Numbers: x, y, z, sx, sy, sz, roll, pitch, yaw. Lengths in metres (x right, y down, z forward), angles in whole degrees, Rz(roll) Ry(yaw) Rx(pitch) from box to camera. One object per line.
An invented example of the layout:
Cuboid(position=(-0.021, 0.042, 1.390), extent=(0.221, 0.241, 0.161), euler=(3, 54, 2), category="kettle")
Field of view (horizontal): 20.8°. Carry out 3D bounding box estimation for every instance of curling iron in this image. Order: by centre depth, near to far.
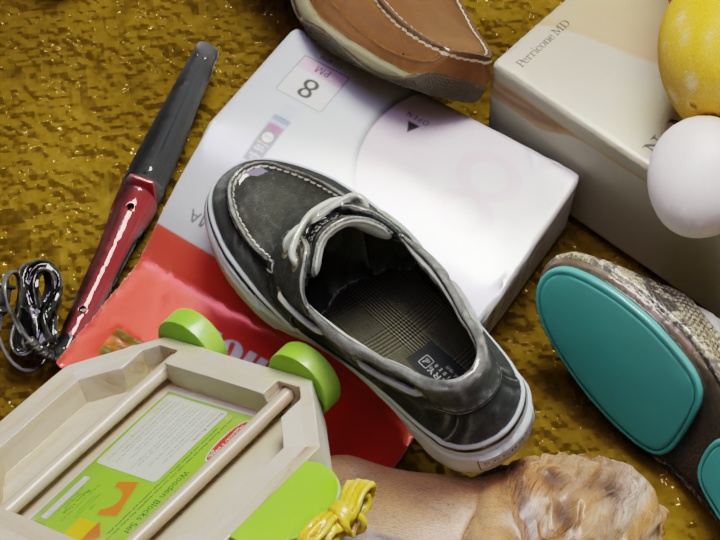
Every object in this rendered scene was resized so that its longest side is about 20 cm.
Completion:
Cuboid(position=(-0.114, -0.037, 0.929), extent=(0.050, 0.025, 0.201), euler=(42, 58, -20), category="curling iron")

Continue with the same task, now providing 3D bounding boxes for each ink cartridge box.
Cuboid(position=(-0.017, -0.002, 0.891), extent=(0.162, 0.057, 0.200), euler=(29, 55, 15), category="ink cartridge box")

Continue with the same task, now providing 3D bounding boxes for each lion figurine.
Cuboid(position=(0.020, 0.108, 0.799), extent=(0.199, 0.073, 0.123), euler=(13, 40, 14), category="lion figurine")

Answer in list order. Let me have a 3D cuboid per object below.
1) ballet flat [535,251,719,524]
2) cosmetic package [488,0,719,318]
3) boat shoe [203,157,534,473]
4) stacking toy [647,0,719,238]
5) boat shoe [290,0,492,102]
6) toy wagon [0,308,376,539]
Cuboid(position=(0.159, 0.065, 0.843), extent=(0.075, 0.068, 0.200), euler=(-20, 59, -39), category="ballet flat")
Cuboid(position=(0.165, -0.051, 0.912), extent=(0.200, 0.071, 0.105), euler=(35, 62, 23), category="cosmetic package")
Cuboid(position=(0.000, 0.000, 0.816), extent=(0.072, 0.071, 0.200), euler=(-40, 53, -16), category="boat shoe")
Cuboid(position=(0.172, -0.104, 0.844), extent=(0.145, 0.146, 0.201), euler=(23, 70, 17), category="stacking toy")
Cuboid(position=(0.004, -0.154, 0.955), extent=(0.075, 0.074, 0.200), euler=(6, 30, -37), category="boat shoe")
Cuboid(position=(-0.073, 0.086, 0.778), extent=(0.199, 0.040, 0.155), euler=(14, 44, 40), category="toy wagon")
